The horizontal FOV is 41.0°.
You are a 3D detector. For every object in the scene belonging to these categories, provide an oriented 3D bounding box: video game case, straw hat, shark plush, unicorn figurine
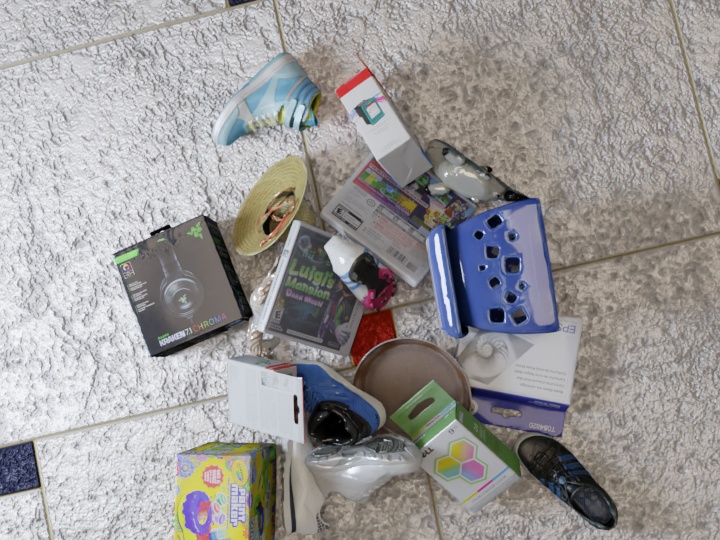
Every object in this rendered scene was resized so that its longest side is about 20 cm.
[{"bbox_3d":[-0.062,0.034,1.561,0.023,0.199,0.183,16,86,45],"label":"video game case"},{"bbox_3d":[0.064,-0.098,1.603,0.200,0.023,0.182,37,69,8],"label":"video game case"},{"bbox_3d":[-0.122,-0.086,1.607,0.085,0.201,0.202,32,89,-31],"label":"straw hat"},{"bbox_3d":[0.200,-0.162,1.597,0.199,0.083,0.091,16,124,9],"label":"shark plush"},{"bbox_3d":[-0.149,0.062,1.595,0.074,0.200,0.138,21,65,21],"label":"unicorn figurine"}]

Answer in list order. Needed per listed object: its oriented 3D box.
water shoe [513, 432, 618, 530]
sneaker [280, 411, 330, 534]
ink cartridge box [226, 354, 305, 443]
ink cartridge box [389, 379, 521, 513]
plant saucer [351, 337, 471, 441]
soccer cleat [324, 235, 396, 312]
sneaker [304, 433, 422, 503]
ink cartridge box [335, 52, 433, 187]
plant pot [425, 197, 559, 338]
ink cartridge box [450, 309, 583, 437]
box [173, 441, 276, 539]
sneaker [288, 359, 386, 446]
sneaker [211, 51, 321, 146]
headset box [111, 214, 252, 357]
[{"bbox_3d":[0.334,0.332,1.540,0.200,0.079,0.072,39,90,8],"label":"water shoe"},{"bbox_3d":[-0.092,0.333,1.596,0.080,0.076,0.201,-1,89,-7],"label":"sneaker"},{"bbox_3d":[-0.138,0.204,1.547,0.199,0.050,0.110,6,100,47],"label":"ink cartridge box"},{"bbox_3d":[0.149,0.281,1.530,0.200,0.059,0.104,43,111,-11],"label":"ink cartridge box"},{"bbox_3d":[0.085,0.202,1.576,0.199,0.032,0.202,4,104,14],"label":"plant saucer"},{"bbox_3d":[0.000,0.000,1.553,0.086,0.200,0.070,39,82,26],"label":"soccer cleat"},{"bbox_3d":[0.014,0.320,1.531,0.199,0.078,0.100,-10,107,29],"label":"sneaker"},{"bbox_3d":[0.031,-0.247,1.577,0.067,0.116,0.201,-34,62,9],"label":"ink cartridge box"},{"bbox_3d":[0.203,0.005,1.485,0.179,0.200,0.201,-10,88,10],"label":"plant pot"},{"bbox_3d":[0.252,0.160,1.582,0.198,0.041,0.201,9,86,7],"label":"ink cartridge box"},{"bbox_3d":[-0.211,0.383,1.535,0.121,0.193,0.201,0,85,6],"label":"box"},{"bbox_3d":[-0.067,0.215,1.555,0.199,0.111,0.077,28,117,21],"label":"sneaker"},{"bbox_3d":[-0.150,-0.261,1.640,0.131,0.080,0.200,44,91,9],"label":"sneaker"},{"bbox_3d":[-0.299,0.022,1.624,0.173,0.093,0.201,-22,83,3],"label":"headset box"}]
